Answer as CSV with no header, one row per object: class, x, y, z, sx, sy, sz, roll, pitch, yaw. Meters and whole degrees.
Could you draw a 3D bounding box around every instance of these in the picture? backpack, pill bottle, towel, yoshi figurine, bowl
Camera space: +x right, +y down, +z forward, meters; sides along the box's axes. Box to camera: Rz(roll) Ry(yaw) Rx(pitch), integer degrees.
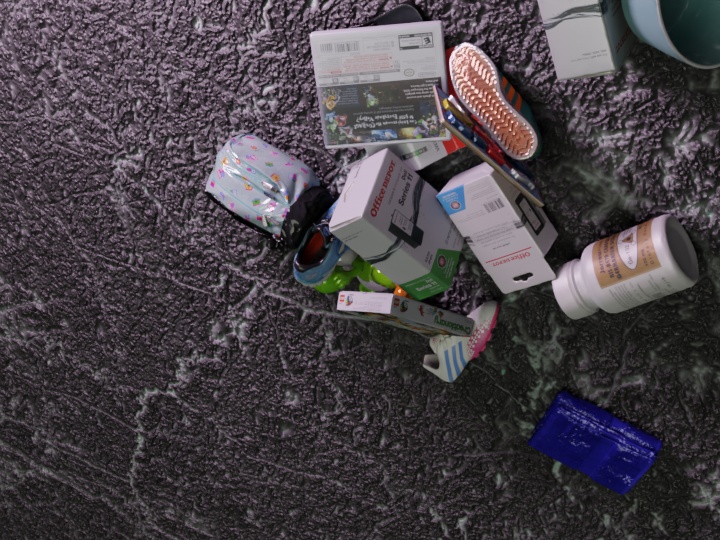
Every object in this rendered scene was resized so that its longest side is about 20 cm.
backpack,-0.156,-0.135,1.733,0.200,0.167,0.127,32,111,8
pill bottle,0.399,0.001,1.575,0.200,0.114,0.114,-25,109,35
towel,0.408,0.308,1.816,0.200,0.050,0.148,28,128,6
yoshi figurine,-0.004,0.014,1.780,0.199,0.112,0.113,21,134,15
bowl,0.407,-0.357,1.306,0.105,0.201,0.201,19,137,57

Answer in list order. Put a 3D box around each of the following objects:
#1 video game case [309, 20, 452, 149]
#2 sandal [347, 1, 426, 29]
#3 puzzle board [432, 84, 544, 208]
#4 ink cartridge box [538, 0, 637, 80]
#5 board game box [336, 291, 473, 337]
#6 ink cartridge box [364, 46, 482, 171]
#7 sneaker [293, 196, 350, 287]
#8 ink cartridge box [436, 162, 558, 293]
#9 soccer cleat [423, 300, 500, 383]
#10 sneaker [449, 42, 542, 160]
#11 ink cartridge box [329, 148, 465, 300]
video game case,0.033,-0.279,1.567,0.199,0.023,0.182,-3,116,9
sandal,0.008,-0.342,1.572,0.200,0.048,0.075,-29,107,35
puzzle board,0.187,-0.186,1.506,0.200,0.151,0.017,38,112,-19
ink cartridge box,0.290,-0.369,1.350,0.083,0.147,0.201,-5,118,31
board game box,0.076,0.072,1.710,0.200,0.035,0.126,18,169,-41
ink cartridge box,0.087,-0.239,1.606,0.199,0.050,0.161,-13,115,33
sneaker,-0.041,-0.062,1.704,0.078,0.090,0.200,33,85,14
ink cartridge box,0.226,-0.070,1.629,0.116,0.068,0.200,-20,112,45
soccer cleat,0.170,0.120,1.785,0.086,0.070,0.200,24,130,-3
sneaker,0.202,-0.247,1.535,0.071,0.080,0.200,-34,82,20
ink cartridge box,0.064,-0.072,1.623,0.200,0.147,0.083,37,144,-26
